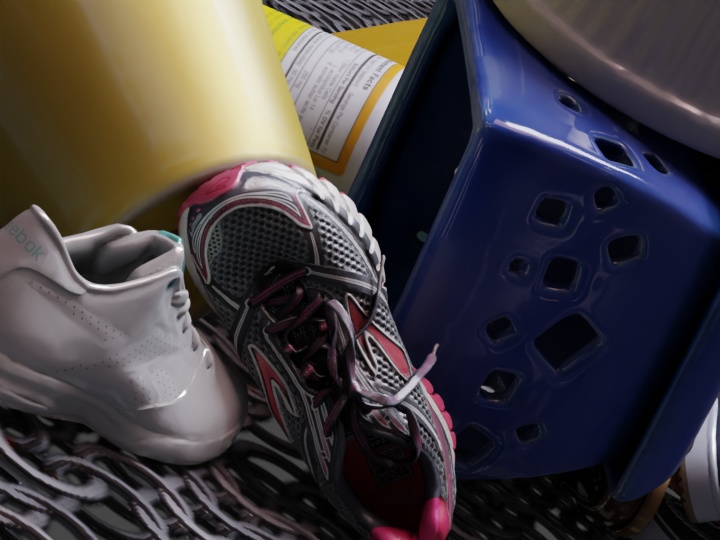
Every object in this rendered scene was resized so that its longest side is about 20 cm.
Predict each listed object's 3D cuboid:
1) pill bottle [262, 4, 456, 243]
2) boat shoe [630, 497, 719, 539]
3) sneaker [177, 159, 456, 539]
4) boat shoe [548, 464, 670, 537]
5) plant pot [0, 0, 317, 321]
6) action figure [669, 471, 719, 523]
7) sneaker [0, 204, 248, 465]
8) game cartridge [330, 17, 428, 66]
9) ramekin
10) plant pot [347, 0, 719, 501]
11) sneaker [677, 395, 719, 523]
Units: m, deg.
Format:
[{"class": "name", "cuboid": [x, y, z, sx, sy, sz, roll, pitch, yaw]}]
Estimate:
[{"class": "pill bottle", "cuboid": [-0.036, -0.080, 1.507, 0.200, 0.109, 0.109, 25, 12, 10]}, {"class": "boat shoe", "cuboid": [0.234, 0.171, 1.449, 0.199, 0.068, 0.074, 37, 14, 11]}, {"class": "sneaker", "cuboid": [-0.010, 0.038, 1.199, 0.200, 0.081, 0.075, 57, 10, -23]}, {"class": "boat shoe", "cuboid": [0.121, 0.088, 1.480, 0.070, 0.071, 0.200, 26, 8, -9]}, {"class": "plant pot", "cuboid": [-0.117, -0.081, 1.263, 0.201, 0.201, 0.189, 14, 40, -55]}, {"class": "action figure", "cuboid": [0.220, 0.128, 1.606, 0.065, 0.052, 0.200, 32, 18, 13]}, {"class": "sneaker", "cuboid": [-0.094, 0.023, 1.144, 0.075, 0.089, 0.200, 42, 11, 30]}, {"class": "game cartridge", "cuboid": [0.006, -0.099, 1.663, 0.199, 0.033, 0.176, -10, 31, -14]}, {"class": "ramekin", "cuboid": [0.170, -0.141, 1.345, 0.202, 0.094, 0.202, 24, 25, -12]}, {"class": "plant pot", "cuboid": [0.098, -0.011, 1.360, 0.179, 0.200, 0.200, 17, 27, -13]}, {"class": "sneaker", "cuboid": [0.234, 0.057, 1.472, 0.200, 0.108, 0.070, -75, 150, -50]}]
